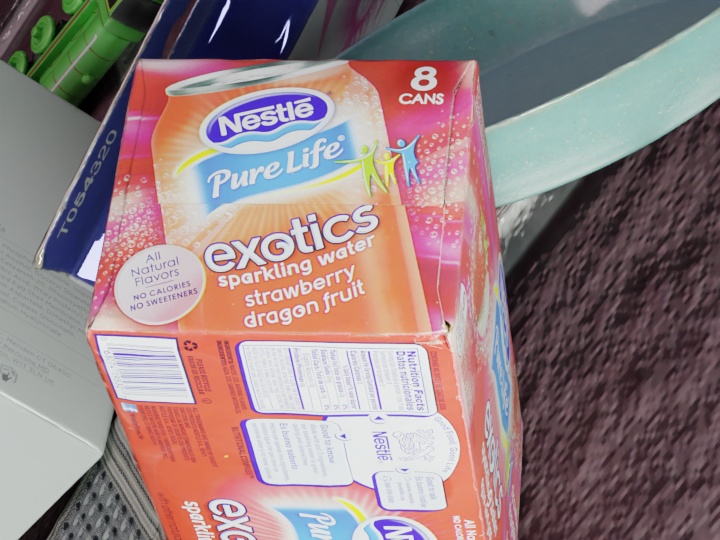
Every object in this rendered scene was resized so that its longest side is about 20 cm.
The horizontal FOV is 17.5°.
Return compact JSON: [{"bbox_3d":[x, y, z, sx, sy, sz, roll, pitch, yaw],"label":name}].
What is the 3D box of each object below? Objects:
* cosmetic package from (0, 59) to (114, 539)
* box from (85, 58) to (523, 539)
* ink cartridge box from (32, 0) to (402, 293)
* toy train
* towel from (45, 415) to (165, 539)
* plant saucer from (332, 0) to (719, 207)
[{"bbox_3d":[-0.202,0.041,1.100,0.199,0.123,0.200,-43,26,35],"label":"cosmetic package"},{"bbox_3d":[-0.008,0.034,0.695,0.200,0.099,0.096,77,-163,-55],"label":"box"},{"bbox_3d":[-0.040,-0.073,0.912,0.197,0.043,0.200,-62,-8,2],"label":"ink cartridge box"},{"bbox_3d":[-0.128,-0.144,1.247,0.200,0.042,0.057,-47,42,30],"label":"toy train"},{"bbox_3d":[-0.100,0.147,0.948,0.193,0.034,0.200,-58,28,11],"label":"towel"},{"bbox_3d":[0.061,-0.066,0.763,0.199,0.036,0.200,-24,18,8],"label":"plant saucer"}]
